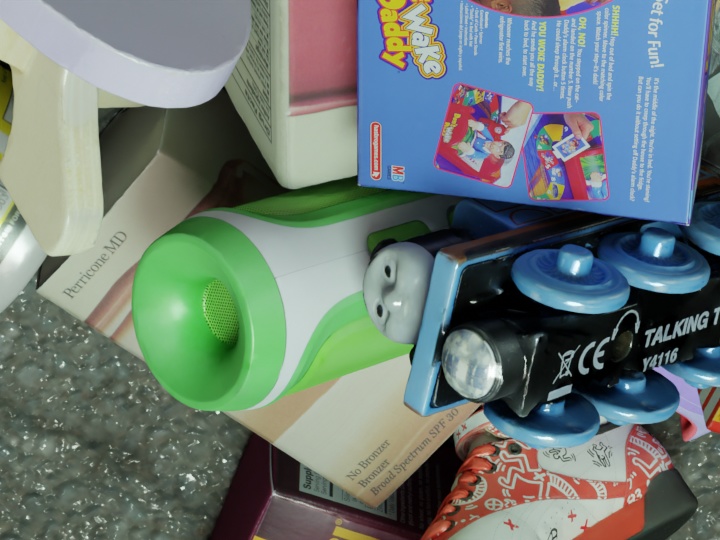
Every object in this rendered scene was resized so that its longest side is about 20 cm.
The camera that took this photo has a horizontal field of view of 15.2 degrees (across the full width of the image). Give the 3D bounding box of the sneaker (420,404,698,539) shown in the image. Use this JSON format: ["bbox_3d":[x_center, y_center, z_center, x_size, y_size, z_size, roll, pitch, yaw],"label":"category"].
[{"bbox_3d":[0.058,0.107,1.266,0.201,0.108,0.067,-21,157,-37],"label":"sneaker"}]

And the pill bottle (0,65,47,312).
[{"bbox_3d":[-0.226,-0.069,1.188,0.199,0.113,0.113,34,115,-19],"label":"pill bottle"}]

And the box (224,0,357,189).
[{"bbox_3d":[-0.002,-0.156,1.105,0.108,0.128,0.201,-13,131,-15],"label":"box"}]

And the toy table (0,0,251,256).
[{"bbox_3d":[-0.137,-0.109,1.100,0.183,0.201,0.117,5,135,-34],"label":"toy table"}]

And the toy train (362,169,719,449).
[{"bbox_3d":[0.087,0.008,1.092,0.199,0.114,0.087,-16,125,-44],"label":"toy train"}]

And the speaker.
[{"bbox_3d":[0.000,0.000,1.146,0.199,0.088,0.089,-17,135,-44],"label":"speaker"}]

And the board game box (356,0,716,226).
[{"bbox_3d":[0.067,-0.116,1.010,0.133,0.045,0.201,7,130,8],"label":"board game box"}]

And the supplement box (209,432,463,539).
[{"bbox_3d":[0.029,0.153,1.346,0.199,0.086,0.111,18,120,-12],"label":"supplement box"}]

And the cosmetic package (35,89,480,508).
[{"bbox_3d":[-0.040,0.007,1.254,0.199,0.087,0.103,33,118,-19],"label":"cosmetic package"}]

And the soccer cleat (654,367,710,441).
[{"bbox_3d":[0.114,0.012,1.277,0.199,0.067,0.076,34,125,-21],"label":"soccer cleat"}]

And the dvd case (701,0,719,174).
[{"bbox_3d":[0.152,-0.121,1.140,0.199,0.022,0.147,21,96,-42],"label":"dvd case"}]

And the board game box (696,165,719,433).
[{"bbox_3d":[0.243,0.028,1.226,0.199,0.152,0.046,14,127,-14],"label":"board game box"}]
